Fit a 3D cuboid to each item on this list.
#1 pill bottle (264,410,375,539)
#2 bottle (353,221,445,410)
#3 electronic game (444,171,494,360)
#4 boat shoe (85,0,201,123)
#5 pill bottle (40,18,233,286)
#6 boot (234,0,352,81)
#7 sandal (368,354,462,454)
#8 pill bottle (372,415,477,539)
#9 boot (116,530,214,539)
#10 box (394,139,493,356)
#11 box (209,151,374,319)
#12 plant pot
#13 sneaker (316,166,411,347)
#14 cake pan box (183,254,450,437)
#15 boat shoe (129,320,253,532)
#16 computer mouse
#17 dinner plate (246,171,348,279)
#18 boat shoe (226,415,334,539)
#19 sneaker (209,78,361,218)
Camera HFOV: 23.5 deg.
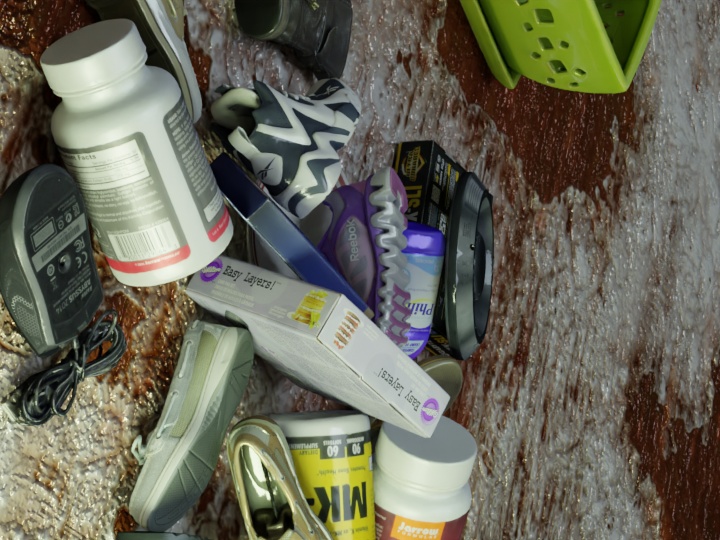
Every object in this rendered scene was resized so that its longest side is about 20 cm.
[{"bbox_3d":[-0.042,0.236,1.620,0.114,0.114,0.201,-4,91,-59],"label":"pill bottle"},{"bbox_3d":[0.032,0.050,1.773,0.083,0.065,0.201,6,100,-31],"label":"bottle"},{"bbox_3d":[0.112,-0.005,1.838,0.200,0.041,0.201,3,90,-78],"label":"electronic game"},{"bbox_3d":[-0.179,-0.213,1.466,0.068,0.074,0.201,-50,128,-41],"label":"boat shoe"},{"bbox_3d":[-0.186,-0.097,1.410,0.111,0.110,0.201,-52,131,-47],"label":"pill bottle"},{"bbox_3d":[-0.059,-0.289,1.695,0.174,0.069,0.201,15,79,-63],"label":"boot"},{"bbox_3d":[0.034,0.162,1.740,0.200,0.054,0.081,-34,133,-27],"label":"sandal"},{"bbox_3d":[0.045,0.246,1.695,0.114,0.114,0.201,-30,139,-56],"label":"pill bottle"},{"bbox_3d":[-0.150,0.316,1.463,0.200,0.076,0.169,44,48,-61],"label":"boot"},{"bbox_3d":[0.084,-0.022,1.914,0.160,0.049,0.201,37,56,-55],"label":"box"},{"bbox_3d":[-0.074,-0.035,1.556,0.032,0.121,0.200,-44,124,0],"label":"box"},{"bbox_3d":[0.229,-0.337,2.052,0.200,0.181,0.200,62,40,-36],"label":"plant pot"},{"bbox_3d":[0.000,0.000,1.686,0.080,0.088,0.201,49,38,-67],"label":"sneaker"},{"bbox_3d":[-0.036,0.069,1.558,0.200,0.184,0.052,44,73,-41],"label":"cake pan box"},{"bbox_3d":[-0.156,0.134,1.502,0.075,0.064,0.203,73,34,-58],"label":"boat shoe"},{"bbox_3d":[-0.252,0.010,1.357,0.138,0.052,0.201,-43,134,-50],"label":"computer mouse"},{"bbox_3d":[-0.060,-0.030,1.699,0.200,0.024,0.201,9,80,-59],"label":"dinner plate"},{"bbox_3d":[-0.072,0.230,1.518,0.076,0.071,0.201,-76,142,-77],"label":"boat shoe"},{"bbox_3d":[-0.076,-0.147,1.612,0.129,0.079,0.200,38,39,-19],"label":"sneaker"}]
